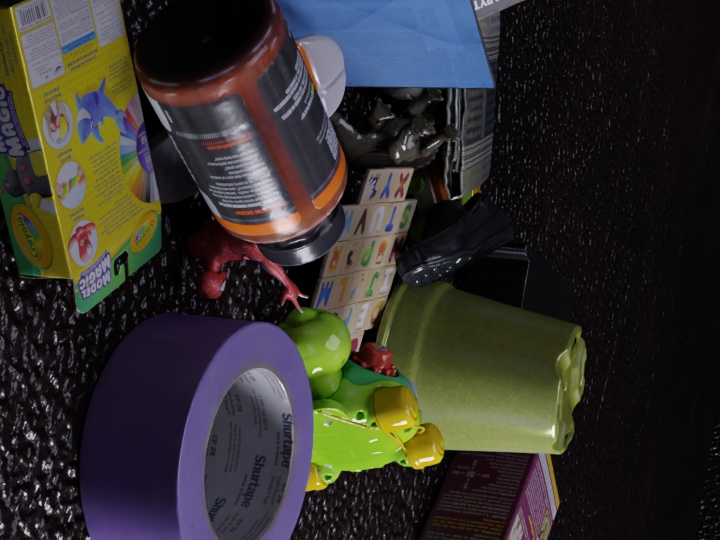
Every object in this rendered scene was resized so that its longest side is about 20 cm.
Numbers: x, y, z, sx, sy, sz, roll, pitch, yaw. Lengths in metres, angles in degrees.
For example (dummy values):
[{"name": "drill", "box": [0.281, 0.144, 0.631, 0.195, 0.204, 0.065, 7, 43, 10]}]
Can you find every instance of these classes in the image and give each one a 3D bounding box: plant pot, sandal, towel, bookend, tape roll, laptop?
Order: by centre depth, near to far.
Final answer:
[{"name": "tape roll", "box": [-0.116, 0.134, 1.010, 0.200, 0.085, 0.201, 4, 90, -65]}, {"name": "sandal", "box": [-0.099, -0.125, 1.029, 0.206, 0.059, 0.079, -33, 134, -30]}, {"name": "laptop", "box": [-0.017, -0.184, 1.046, 0.200, 0.186, 0.117, -32, 122, -60]}, {"name": "plant pot", "box": [0.128, 0.108, 1.386, 0.200, 0.183, 0.202, 8, 90, -71]}, {"name": "towel", "box": [0.110, -0.178, 1.387, 0.200, 0.034, 0.194, -36, 130, -73]}, {"name": "bookend", "box": [0.171, 0.084, 1.606, 0.199, 0.092, 0.201, 28, 70, -61]}]

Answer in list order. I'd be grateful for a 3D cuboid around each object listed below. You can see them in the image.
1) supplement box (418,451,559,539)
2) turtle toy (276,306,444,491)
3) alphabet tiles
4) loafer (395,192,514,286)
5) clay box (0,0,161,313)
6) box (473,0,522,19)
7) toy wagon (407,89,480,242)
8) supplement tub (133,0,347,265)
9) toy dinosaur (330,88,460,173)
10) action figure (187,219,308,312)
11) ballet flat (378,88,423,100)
[{"name": "supplement box", "box": [0.153, 0.296, 1.590, 0.200, 0.103, 0.131, -60, 145, -45]}, {"name": "turtle toy", "box": [-0.017, 0.109, 1.177, 0.200, 0.145, 0.101, 58, 24, -51]}, {"name": "alphabet tiles", "box": [0.000, 0.000, 1.260, 0.166, 0.006, 0.201, -11, 120, -65]}, {"name": "loafer", "box": [0.088, -0.035, 1.375, 0.071, 0.068, 0.200, 59, 34, 5]}, {"name": "clay box", "box": [-0.185, -0.084, 0.866, 0.115, 0.047, 0.201, -47, 136, -56]}, {"name": "box", "box": [0.051, -0.289, 1.209, 0.199, 0.049, 0.160, -26, 112, -26]}, {"name": "toy wagon", "box": [0.082, -0.131, 1.441, 0.155, 0.039, 0.201, -62, 147, -41]}, {"name": "supplement tub", "box": [-0.073, -0.092, 0.945, 0.107, 0.106, 0.200, -67, 148, -34]}, {"name": "toy dinosaur", "box": [0.026, -0.120, 1.268, 0.200, 0.102, 0.077, -22, 75, -45]}, {"name": "action figure", "box": [-0.074, -0.044, 1.084, 0.099, 0.065, 0.201, 53, 45, -36]}, {"name": "ballet flat", "box": [0.048, -0.212, 1.330, 0.200, 0.069, 0.071, -58, 150, -51]}]
